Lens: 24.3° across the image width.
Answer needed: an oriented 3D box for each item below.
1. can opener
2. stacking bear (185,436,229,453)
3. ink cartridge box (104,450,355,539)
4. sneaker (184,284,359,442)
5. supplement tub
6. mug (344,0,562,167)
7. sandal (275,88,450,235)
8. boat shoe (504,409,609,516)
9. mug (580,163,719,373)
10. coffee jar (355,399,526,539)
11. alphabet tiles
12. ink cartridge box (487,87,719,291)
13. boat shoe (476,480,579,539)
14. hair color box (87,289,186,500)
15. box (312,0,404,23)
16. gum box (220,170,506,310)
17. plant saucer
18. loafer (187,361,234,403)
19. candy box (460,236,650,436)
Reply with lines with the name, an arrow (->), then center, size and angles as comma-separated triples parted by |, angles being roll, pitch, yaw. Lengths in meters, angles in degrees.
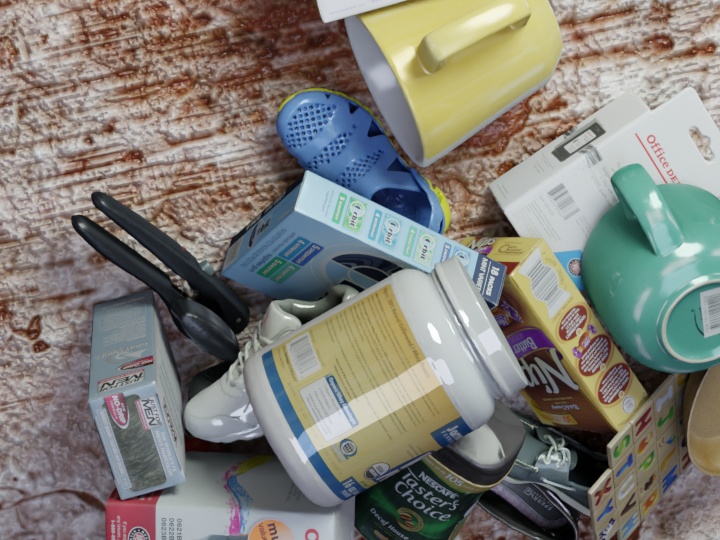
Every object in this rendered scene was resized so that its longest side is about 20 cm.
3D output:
can opener -> -0.171, 0.000, 1.480 | 0.063, 0.079, 0.200 | -47, 116, -8
stacking bear -> -0.116, 0.244, 1.584 | 0.114, 0.121, 0.200 | -36, 105, 9
ink cartridge box -> -0.108, 0.249, 1.460 | 0.200, 0.145, 0.146 | 2, 102, 5
sneaker -> -0.076, 0.072, 1.465 | 0.200, 0.078, 0.099 | -31, 127, -5
supplement tub -> 0.021, 0.089, 1.368 | 0.200, 0.145, 0.145 | -29, 113, 6
mug -> 0.092, -0.179, 1.408 | 0.153, 0.187, 0.150 | -26, 121, -7
sandal -> 0.009, -0.085, 1.478 | 0.200, 0.087, 0.080 | 38, 103, -18
boat shoe -> 0.188, 0.177, 1.609 | 0.200, 0.073, 0.062 | 30, 142, -25
mug -> 0.272, 0.009, 1.469 | 0.185, 0.114, 0.152 | 22, 113, -27
coffee jar -> 0.072, 0.188, 1.549 | 0.104, 0.085, 0.200 | 36, 135, 7
alphabet tiles -> 0.281, 0.171, 1.588 | 0.200, 0.006, 0.167 | -44, 143, -24
ink cartridge box -> 0.233, -0.080, 1.523 | 0.200, 0.067, 0.116 | -34, 114, 6
boat shoe -> 0.138, 0.206, 1.630 | 0.200, 0.057, 0.067 | 33, 105, -19
hair color box -> -0.195, 0.104, 1.460 | 0.061, 0.200, 0.099 | -16, 113, -2
box -> 0.044, -0.290, 1.385 | 0.200, 0.113, 0.102 | -16, 113, -1
gum box -> 0.000, 0.000, 1.476 | 0.200, 0.170, 0.045 | 24, 62, -18
plant saucer -> 0.371, 0.102, 1.598 | 0.200, 0.035, 0.200 | -23, 130, -30
loafer -> -0.064, 0.107, 1.564 | 0.200, 0.073, 0.072 | -12, 152, -11
candy box -> 0.168, 0.060, 1.539 | 0.056, 0.117, 0.200 | -48, 114, -22
